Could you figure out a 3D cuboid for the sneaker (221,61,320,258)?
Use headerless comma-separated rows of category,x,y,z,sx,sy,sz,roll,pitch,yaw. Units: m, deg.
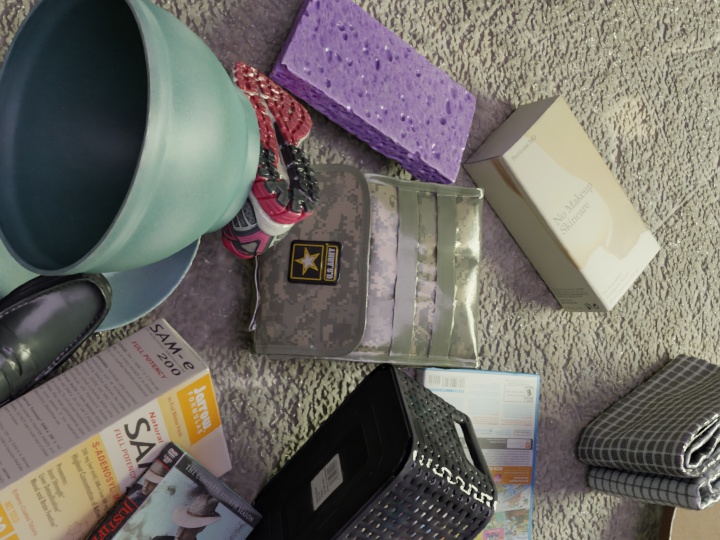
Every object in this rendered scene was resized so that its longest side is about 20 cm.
sneaker,-0.089,-0.097,0.795,0.080,0.075,0.201,30,32,-29

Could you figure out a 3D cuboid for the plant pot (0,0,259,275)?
plant pot,-0.157,-0.092,0.700,0.134,0.199,0.203,7,85,-48

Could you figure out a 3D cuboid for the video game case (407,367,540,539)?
video game case,0.111,0.199,0.963,0.142,0.018,0.202,7,85,-29

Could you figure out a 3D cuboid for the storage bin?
storage bin,0.002,0.193,0.796,0.093,0.136,0.200,34,108,-22

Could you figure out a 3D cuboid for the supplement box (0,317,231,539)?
supplement box,-0.203,0.144,0.731,0.199,0.073,0.127,-31,139,-25

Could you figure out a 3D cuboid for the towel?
towel,0.341,0.159,1.007,0.199,0.165,0.086,-29,95,-26

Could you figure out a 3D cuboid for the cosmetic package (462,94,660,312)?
cosmetic package,0.206,-0.065,0.994,0.105,0.071,0.200,-46,109,-21

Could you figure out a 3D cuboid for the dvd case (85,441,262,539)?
dvd case,-0.173,0.240,0.750,0.200,0.022,0.146,-50,144,-15

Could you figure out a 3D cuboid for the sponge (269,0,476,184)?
sponge,0.018,-0.169,0.904,0.199,0.030,0.112,32,57,-23

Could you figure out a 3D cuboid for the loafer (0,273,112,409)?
loafer,-0.264,0.071,0.706,0.200,0.070,0.068,-36,113,-6

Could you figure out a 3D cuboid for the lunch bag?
lunch bag,0.000,0.000,0.857,0.198,0.117,0.166,6,83,-22

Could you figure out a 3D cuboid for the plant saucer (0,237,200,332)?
plant saucer,-0.225,-0.051,0.779,0.199,0.039,0.203,2,87,-28

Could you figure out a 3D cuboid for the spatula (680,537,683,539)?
spatula,0.343,0.378,1.077,0.056,0.020,0.202,12,78,-37

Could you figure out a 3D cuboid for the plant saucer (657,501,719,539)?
plant saucer,0.389,0.309,1.086,0.199,0.034,0.203,5,82,-36
